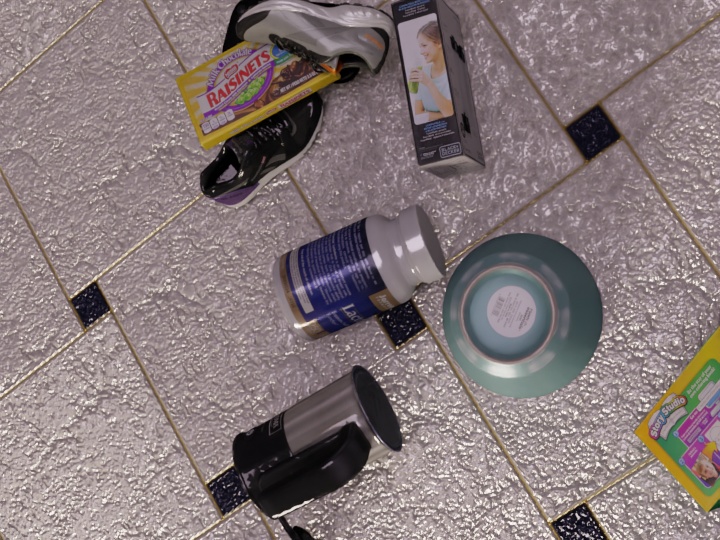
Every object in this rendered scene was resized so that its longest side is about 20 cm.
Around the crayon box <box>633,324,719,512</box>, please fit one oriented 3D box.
[{"bbox_3d":[0.401,0.146,1.073,0.119,0.058,0.202,50,124,33],"label":"crayon box"}]

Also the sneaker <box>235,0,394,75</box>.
[{"bbox_3d":[-0.059,-0.281,1.207,0.197,0.074,0.081,7,83,12],"label":"sneaker"}]

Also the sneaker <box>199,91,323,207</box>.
[{"bbox_3d":[-0.129,-0.163,1.301,0.076,0.087,0.200,46,101,15],"label":"sneaker"}]

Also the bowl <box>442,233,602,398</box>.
[{"bbox_3d":[0.181,0.053,1.178,0.197,0.105,0.205,-1,87,19],"label":"bowl"}]

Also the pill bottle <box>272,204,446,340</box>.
[{"bbox_3d":[0.000,0.000,1.234,0.198,0.116,0.117,-23,80,16],"label":"pill bottle"}]

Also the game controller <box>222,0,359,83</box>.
[{"bbox_3d":[-0.085,-0.301,1.304,0.197,0.042,0.106,10,71,19],"label":"game controller"}]

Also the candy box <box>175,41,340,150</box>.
[{"bbox_3d":[-0.132,-0.245,1.267,0.198,0.026,0.103,-27,72,7],"label":"candy box"}]

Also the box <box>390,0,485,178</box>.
[{"bbox_3d":[0.096,-0.223,1.216,0.059,0.116,0.204,-11,85,20],"label":"box"}]

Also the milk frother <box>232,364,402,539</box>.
[{"bbox_3d":[-0.030,0.260,1.236,0.186,0.182,0.201,-30,121,15],"label":"milk frother"}]
